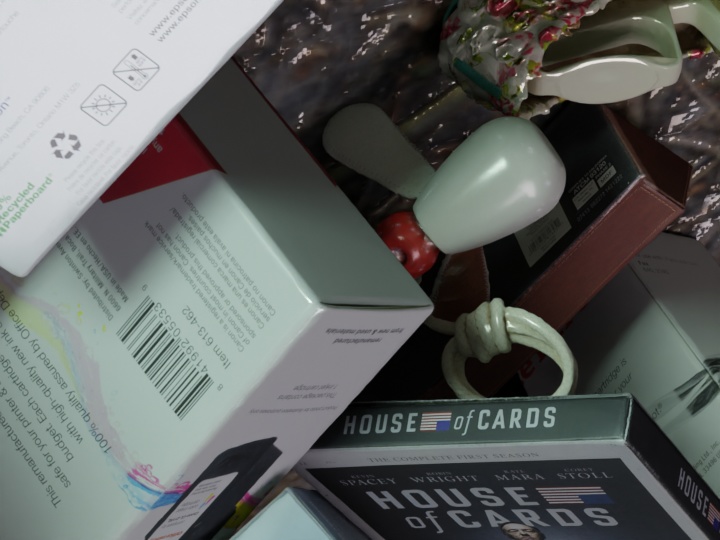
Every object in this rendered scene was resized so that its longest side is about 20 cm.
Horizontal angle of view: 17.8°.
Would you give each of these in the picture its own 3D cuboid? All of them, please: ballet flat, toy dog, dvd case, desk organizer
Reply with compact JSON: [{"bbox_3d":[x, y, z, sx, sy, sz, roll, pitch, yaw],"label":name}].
[{"bbox_3d":[0.128,-0.104,0.962,0.200,0.064,0.076,-20,140,-15],"label":"ballet flat"},{"bbox_3d":[0.000,0.000,0.961,0.200,0.096,0.132,-9,105,18],"label":"toy dog"},{"bbox_3d":[0.077,0.104,0.941,0.150,0.025,0.200,-4,150,29],"label":"dvd case"},{"bbox_3d":[0.071,0.022,1.044,0.077,0.072,0.200,30,114,-35],"label":"desk organizer"}]

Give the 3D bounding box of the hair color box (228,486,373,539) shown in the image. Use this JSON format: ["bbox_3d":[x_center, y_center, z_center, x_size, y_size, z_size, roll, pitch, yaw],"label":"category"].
[{"bbox_3d":[-0.031,0.147,0.968,0.099,0.061,0.200,-42,170,1],"label":"hair color box"}]

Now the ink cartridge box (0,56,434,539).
[{"bbox_3d":[-0.094,0.031,0.888,0.200,0.146,0.083,-49,155,22],"label":"ink cartridge box"}]

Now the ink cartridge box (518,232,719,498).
[{"bbox_3d":[0.147,0.099,1.089,0.086,0.200,0.147,7,129,-41],"label":"ink cartridge box"}]

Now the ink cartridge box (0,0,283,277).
[{"bbox_3d":[-0.122,-0.119,0.721,0.200,0.041,0.200,35,110,-32],"label":"ink cartridge box"}]
